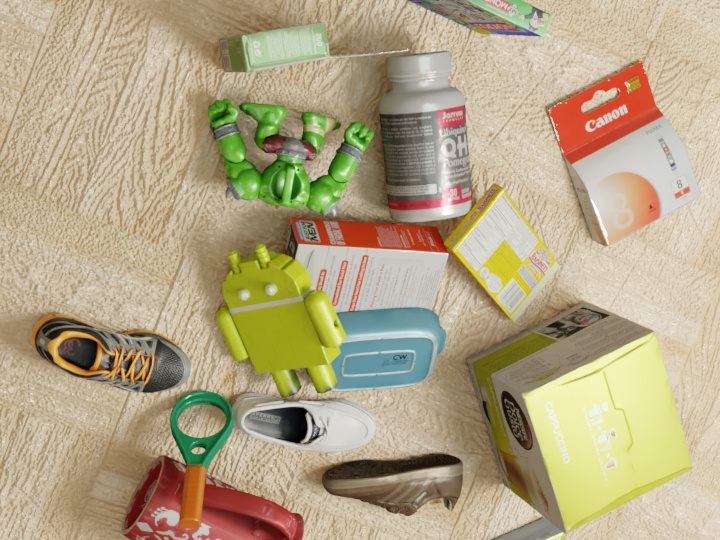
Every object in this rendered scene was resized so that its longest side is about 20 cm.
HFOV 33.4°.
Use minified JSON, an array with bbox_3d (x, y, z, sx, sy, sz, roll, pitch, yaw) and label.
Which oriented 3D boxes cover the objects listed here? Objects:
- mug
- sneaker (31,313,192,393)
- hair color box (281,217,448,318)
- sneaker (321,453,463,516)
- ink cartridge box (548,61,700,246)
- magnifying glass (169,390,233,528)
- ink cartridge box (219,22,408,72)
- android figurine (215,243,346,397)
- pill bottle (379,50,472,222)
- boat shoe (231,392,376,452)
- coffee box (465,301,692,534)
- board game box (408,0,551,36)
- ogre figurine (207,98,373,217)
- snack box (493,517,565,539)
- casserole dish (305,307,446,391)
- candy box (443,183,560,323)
[{"bbox_3d":[-0.175,0.307,1.491,0.198,0.134,0.178,30,113,-15],"label":"mug"},{"bbox_3d":[-0.299,0.109,1.451,0.197,0.077,0.079,13,94,-20],"label":"sneaker"},{"bbox_3d":[0.000,0.000,1.512,0.197,0.064,0.112,3,125,-19],"label":"hair color box"},{"bbox_3d":[0.046,0.295,1.592,0.197,0.070,0.077,-3,101,-16],"label":"sneaker"},{"bbox_3d":[0.361,-0.158,1.624,0.161,0.050,0.202,-27,109,-12],"label":"ink cartridge box"},{"bbox_3d":[-0.197,0.225,1.450,0.078,0.201,0.023,1,130,-2],"label":"magnifying glass"},{"bbox_3d":[-0.058,-0.268,1.424,0.197,0.145,0.049,-12,102,-15],"label":"ink cartridge box"},{"bbox_3d":[-0.101,0.061,1.469,0.041,0.180,0.202,-42,117,-48],"label":"android figurine"},{"bbox_3d":[0.080,-0.169,1.502,0.109,0.111,0.203,-9,102,-15],"label":"pill bottle"},{"bbox_3d":[-0.069,0.203,1.543,0.197,0.065,0.075,5,98,-18],"label":"boat shoe"},{"bbox_3d":[0.285,0.187,1.580,0.198,0.198,0.202,-23,105,-12],"label":"coffee box"},{"bbox_3d":[0.130,-0.322,1.444,0.133,0.200,0.029,21,95,-19],"label":"board game box"},{"bbox_3d":[-0.092,-0.136,1.464,0.198,0.098,0.122,11,84,-30],"label":"ogre figurine"},{"bbox_3d":[0.224,0.475,1.680,0.167,0.068,0.203,-21,103,-12],"label":"snack box"},{"bbox_3d":[0.019,0.108,1.539,0.197,0.039,0.122,-3,131,-14],"label":"casserole dish"},{"bbox_3d":[0.187,-0.019,1.559,0.103,0.026,0.200,-51,138,-6],"label":"candy box"}]
